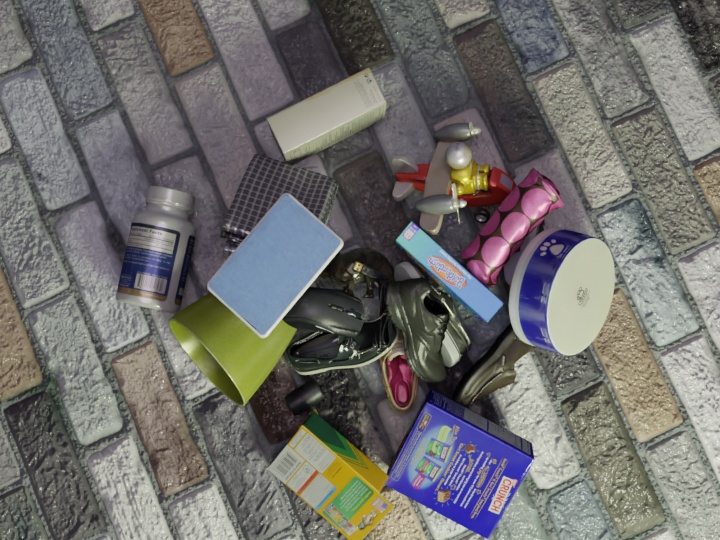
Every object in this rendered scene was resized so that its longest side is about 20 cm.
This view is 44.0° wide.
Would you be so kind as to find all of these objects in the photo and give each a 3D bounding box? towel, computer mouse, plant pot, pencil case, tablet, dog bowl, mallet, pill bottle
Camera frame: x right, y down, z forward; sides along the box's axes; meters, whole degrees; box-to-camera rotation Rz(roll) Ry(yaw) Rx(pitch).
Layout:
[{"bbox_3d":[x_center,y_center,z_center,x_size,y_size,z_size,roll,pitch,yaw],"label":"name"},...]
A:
[{"bbox_3d":[-0.134,-0.097,1.499,0.163,0.086,0.202,18,49,-1],"label":"towel"},{"bbox_3d":[-0.028,0.042,1.455,0.197,0.046,0.142,17,68,-11],"label":"computer mouse"},{"bbox_3d":[-0.185,0.087,1.490,0.187,0.187,0.200,46,69,4],"label":"plant pot"},{"bbox_3d":[0.254,-0.070,1.483,0.200,0.093,0.091,-50,45,17],"label":"pencil case"},{"bbox_3d":[-0.135,-0.009,1.405,0.130,0.014,0.201,40,86,8],"label":"tablet"},{"bbox_3d":[0.336,0.035,1.477,0.078,0.199,0.203,17,82,44],"label":"dog bowl"},{"bbox_3d":[-0.067,0.291,1.530,0.065,0.041,0.203,-21,89,-4],"label":"mallet"},{"bbox_3d":[-0.342,-0.035,1.518,0.109,0.111,0.203,11,84,0],"label":"pill bottle"}]

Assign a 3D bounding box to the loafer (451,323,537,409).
[{"bbox_3d":[0.234,0.173,1.524,0.071,0.073,0.200,42,86,3],"label":"loafer"}]

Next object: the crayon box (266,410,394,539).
[{"bbox_3d":[-0.043,0.347,1.485,0.199,0.052,0.126,41,121,4],"label":"crayon box"}]

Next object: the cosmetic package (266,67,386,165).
[{"bbox_3d":[-0.057,-0.264,1.548,0.198,0.104,0.074,-26,84,-4],"label":"cosmetic package"}]

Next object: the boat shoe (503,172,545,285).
[{"bbox_3d":[0.292,-0.065,1.553,0.071,0.067,0.203,-5,79,36],"label":"boat shoe"}]

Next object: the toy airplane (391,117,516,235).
[{"bbox_3d":[0.147,-0.169,1.519,0.197,0.142,0.201,-24,62,-19],"label":"toy airplane"}]

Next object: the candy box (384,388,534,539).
[{"bbox_3d":[0.164,0.322,1.482,0.198,0.077,0.171,28,106,4],"label":"candy box"}]

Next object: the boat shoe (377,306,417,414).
[{"bbox_3d":[0.068,0.144,1.526,0.073,0.069,0.203,-8,83,0],"label":"boat shoe"}]

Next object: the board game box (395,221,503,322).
[{"bbox_3d":[0.146,0.004,1.499,0.200,0.152,0.045,42,91,4],"label":"board game box"}]

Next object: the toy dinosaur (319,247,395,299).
[{"bbox_3d":[0.000,0.000,1.534,0.197,0.077,0.104,-5,78,-4],"label":"toy dinosaur"}]

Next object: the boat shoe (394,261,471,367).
[{"bbox_3d":[0.125,0.065,1.529,0.063,0.070,0.202,-35,104,-25],"label":"boat shoe"}]

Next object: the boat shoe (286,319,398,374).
[{"bbox_3d":[-0.035,0.120,1.502,0.197,0.066,0.075,-13,57,17],"label":"boat shoe"}]

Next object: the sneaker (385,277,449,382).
[{"bbox_3d":[0.110,0.100,1.459,0.090,0.076,0.202,-13,119,20],"label":"sneaker"}]
